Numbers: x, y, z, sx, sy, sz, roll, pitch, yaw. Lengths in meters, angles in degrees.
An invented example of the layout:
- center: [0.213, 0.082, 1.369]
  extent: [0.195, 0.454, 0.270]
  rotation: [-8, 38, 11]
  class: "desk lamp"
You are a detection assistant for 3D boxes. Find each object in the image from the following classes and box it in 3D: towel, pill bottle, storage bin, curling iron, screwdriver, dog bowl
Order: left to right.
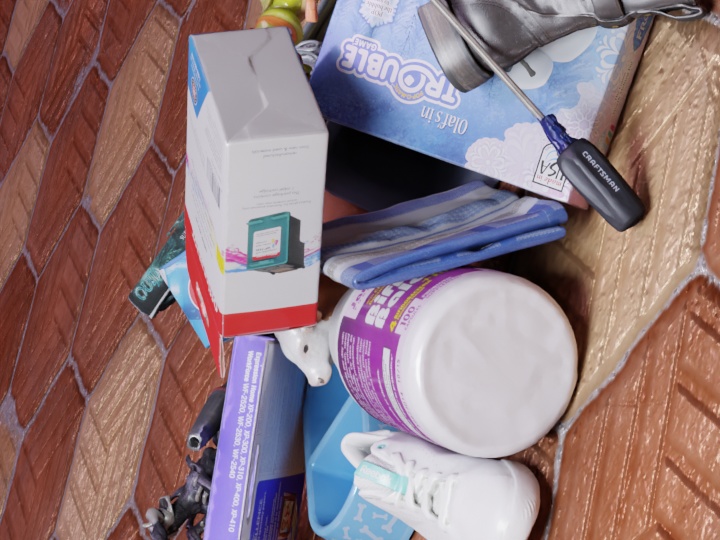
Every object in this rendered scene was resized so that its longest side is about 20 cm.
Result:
- center: [-0.096, 0.105, 1.738]
  extent: [0.200, 0.026, 0.050]
  rotation: [-35, -68, -82]
  class: "curling iron"
- center: [0.002, 0.113, 1.678]
  extent: [0.112, 0.049, 0.200]
  rotation: [-58, 23, 35]
  class: "dog bowl"
- center: [0.042, -0.024, 1.544]
  extent: [0.200, 0.147, 0.024]
  rotation: [-150, 45, -77]
  class: "towel"
- center: [0.049, -0.151, 1.676]
  extent: [0.134, 0.145, 0.200]
  rotation: [-86, 22, -61]
  class: "storage bin"
- center: [0.049, 0.049, 1.511]
  extent: [0.200, 0.112, 0.113]
  rotation: [12, 84, 70]
  class: "pill bottle"
- center: [0.101, -0.105, 1.435]
  extent: [0.029, 0.200, 0.028]
  rotation: [-38, -6, 11]
  class: "screwdriver"

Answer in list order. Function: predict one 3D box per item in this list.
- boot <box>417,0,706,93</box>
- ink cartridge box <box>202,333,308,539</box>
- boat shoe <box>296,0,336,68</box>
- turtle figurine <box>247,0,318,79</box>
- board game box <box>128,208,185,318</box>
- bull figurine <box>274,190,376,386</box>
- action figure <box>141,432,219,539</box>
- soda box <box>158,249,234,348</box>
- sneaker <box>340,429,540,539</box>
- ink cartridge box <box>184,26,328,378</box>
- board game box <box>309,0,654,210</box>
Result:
- center: [0.107, -0.216, 1.462]
  extent: [0.174, 0.069, 0.200]
  rotation: [-24, 85, 20]
  class: "boot"
- center: [-0.075, 0.142, 1.698]
  extent: [0.200, 0.043, 0.199]
  rotation: [15, -97, -81]
  class: "ink cartridge box"
- center: [-0.027, -0.166, 1.798]
  extent: [0.074, 0.065, 0.202]
  rotation: [-11, 30, 44]
  class: "boat shoe"
- center: [-0.039, -0.193, 1.603]
  extent: [0.200, 0.064, 0.161]
  rotation: [102, -170, -54]
  class: "turtle figurine"
- center: [-0.082, -0.052, 1.815]
  extent: [0.200, 0.028, 0.135]
  rotation: [-38, -9, -47]
  class: "board game box"
- center: [0.000, 0.000, 1.674]
  extent: [0.200, 0.121, 0.065]
  rotation: [-90, 26, -42]
  class: "bull figurine"
- center: [-0.121, 0.204, 1.856]
  extent: [0.200, 0.102, 0.119]
  rotation: [-39, -31, -24]
  class: "action figure"
- center: [-0.067, 0.003, 1.755]
  extent: [0.064, 0.068, 0.200]
  rotation: [-34, -7, 20]
  class: "soda box"
- center: [0.042, 0.137, 1.488]
  extent: [0.075, 0.088, 0.200]
  rotation: [-71, 19, -1]
  class: "sneaker"
- center: [-0.069, -0.041, 1.545]
  extent: [0.116, 0.067, 0.200]
  rotation: [-111, 19, -45]
  class: "ink cartridge box"
- center: [0.083, -0.163, 1.524]
  extent: [0.043, 0.200, 0.199]
  rotation: [10, -81, -64]
  class: "board game box"
